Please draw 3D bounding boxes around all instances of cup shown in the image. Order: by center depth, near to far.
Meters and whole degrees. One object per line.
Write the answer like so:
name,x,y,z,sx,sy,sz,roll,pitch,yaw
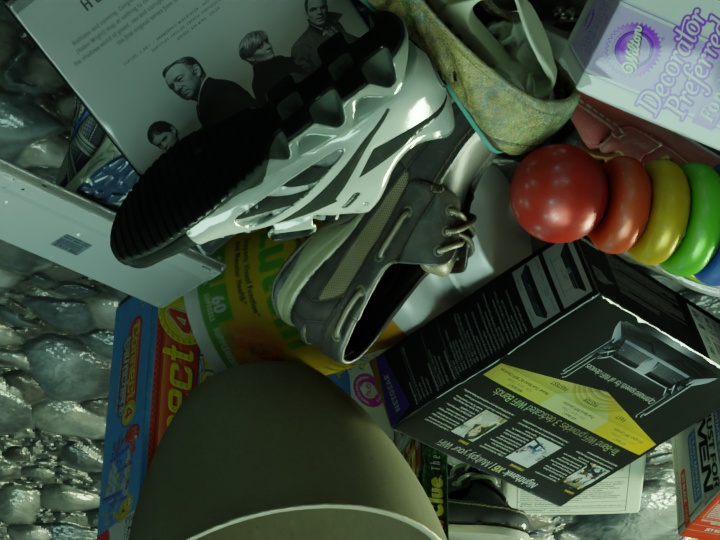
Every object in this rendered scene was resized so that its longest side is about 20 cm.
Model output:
cup,-0.053,0.141,1.504,0.200,0.144,0.201,-8,142,-6

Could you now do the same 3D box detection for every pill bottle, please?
pill bottle,0.000,0.000,1.535,0.200,0.111,0.111,-19,143,27

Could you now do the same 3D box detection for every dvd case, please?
dvd case,-0.078,-0.120,1.325,0.150,0.025,0.200,-37,127,-1

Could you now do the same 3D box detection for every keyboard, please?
keyboard,-0.161,-0.020,1.430,0.056,0.011,0.200,-25,148,30

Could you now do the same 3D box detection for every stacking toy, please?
stacking toy,0.177,-0.032,1.368,0.199,0.086,0.085,12,146,-18

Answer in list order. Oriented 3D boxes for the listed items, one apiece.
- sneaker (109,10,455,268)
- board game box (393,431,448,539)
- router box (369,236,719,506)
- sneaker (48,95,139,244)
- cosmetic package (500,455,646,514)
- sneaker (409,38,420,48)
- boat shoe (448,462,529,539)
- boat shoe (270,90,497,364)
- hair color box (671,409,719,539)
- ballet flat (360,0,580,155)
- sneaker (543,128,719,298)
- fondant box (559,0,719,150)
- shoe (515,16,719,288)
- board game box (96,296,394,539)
sneaker,-0.037,-0.046,1.313,0.200,0.074,0.089,-31,129,13
board game box,0.036,0.145,1.677,0.023,0.201,0.105,7,146,-10
router box,0.127,0.064,1.528,0.157,0.052,0.200,-34,145,21
sneaker,-0.131,-0.087,1.427,0.077,0.085,0.200,6,138,-29
cosmetic package,0.148,0.092,1.714,0.105,0.071,0.200,0,147,1
sneaker,-0.013,-0.078,1.434,0.200,0.090,0.070,-15,144,23
boat shoe,0.064,0.158,1.753,0.072,0.063,0.200,16,174,-21
boat shoe,0.035,-0.026,1.421,0.200,0.073,0.074,-49,156,21
hair color box,0.277,0.093,1.678,0.064,0.111,0.200,10,145,-16
ballet flat,0.046,-0.147,1.317,0.071,0.071,0.200,-27,116,35
sneaker,0.198,-0.040,1.513,0.199,0.074,0.081,10,142,-19
fondant box,0.225,-0.128,1.298,0.199,0.058,0.145,21,109,-13
shoe,0.154,-0.065,1.421,0.200,0.071,0.091,27,100,-22
board game box,-0.073,0.127,1.652,0.195,0.201,0.056,20,144,-28
